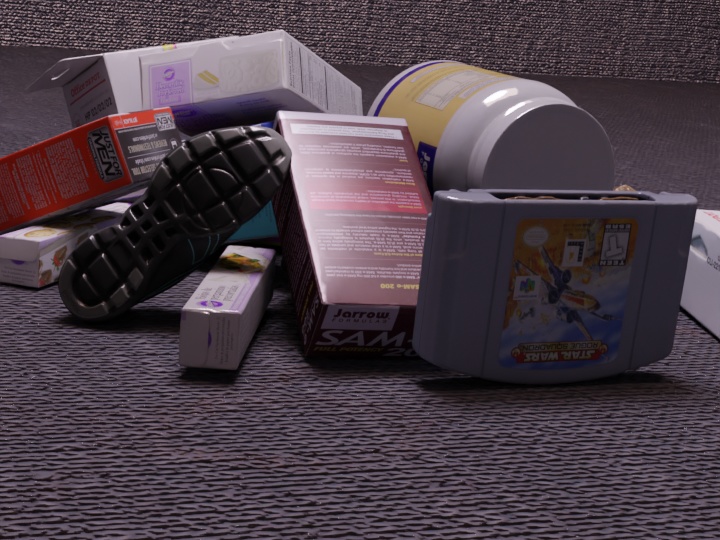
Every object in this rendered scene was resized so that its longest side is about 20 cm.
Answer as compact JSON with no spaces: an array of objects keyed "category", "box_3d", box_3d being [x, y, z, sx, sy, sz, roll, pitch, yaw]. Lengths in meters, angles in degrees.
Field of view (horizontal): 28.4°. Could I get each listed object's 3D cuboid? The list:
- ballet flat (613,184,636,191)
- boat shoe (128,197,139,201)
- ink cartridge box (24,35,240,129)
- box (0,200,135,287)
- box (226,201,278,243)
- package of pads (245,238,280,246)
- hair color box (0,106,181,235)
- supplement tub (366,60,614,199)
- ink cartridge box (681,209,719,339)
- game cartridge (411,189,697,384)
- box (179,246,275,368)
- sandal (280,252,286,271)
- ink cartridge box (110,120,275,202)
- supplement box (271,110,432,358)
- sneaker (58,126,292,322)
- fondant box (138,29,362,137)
[{"category":"ballet flat","box_3d":[0.257,-0.031,1.350,0.065,0.071,0.200,38,7,16]},{"category":"boat shoe","box_3d":[-0.245,-0.108,1.493,0.199,0.066,0.074,9,14,17]},{"category":"ink cartridge box","box_3d":[-0.223,-0.180,1.446,0.200,0.068,0.115,-14,-3,-34]},{"category":"box","box_3d":[-0.233,-0.025,1.202,0.041,0.039,0.200,9,14,20]},{"category":"box","box_3d":[-0.084,-0.051,1.224,0.199,0.049,0.082,-7,1,36]},{"category":"package of pads","box_3d":[-0.036,-0.066,1.395,0.154,0.068,0.200,6,13,0]},{"category":"hair color box","box_3d":[-0.255,-0.076,1.197,0.199,0.061,0.101,-17,4,23]},{"category":"supplement tub","box_3d":[0.103,-0.092,1.177,0.145,0.146,0.200,-1,15,-25]},{"category":"ink cartridge box","box_3d":[0.377,0.006,1.203,0.199,0.084,0.144,4,14,-7]},{"category":"game cartridge","box_3d":[0.135,0.011,0.979,0.199,0.134,0.042,-1,14,-22]},{"category":"box","box_3d":[-0.092,0.023,1.018,0.039,0.042,0.200,4,14,3]},{"category":"sandal","box_3d":[0.001,0.000,1.202,0.076,0.043,0.200,21,11,26]},{"category":"ink cartridge box","box_3d":[-0.153,-0.099,1.297,0.199,0.044,0.094,-8,6,24]},{"category":"supplement box","box_3d":[-0.001,-0.029,1.052,0.108,0.061,0.200,2,46,-18]},{"category":"sneaker","box_3d":[-0.134,-0.037,1.052,0.200,0.076,0.079,-35,-7,5]},{"category":"fondant box","box_3d":[-0.097,-0.160,1.336,0.144,0.058,0.200,-7,-11,19]}]
